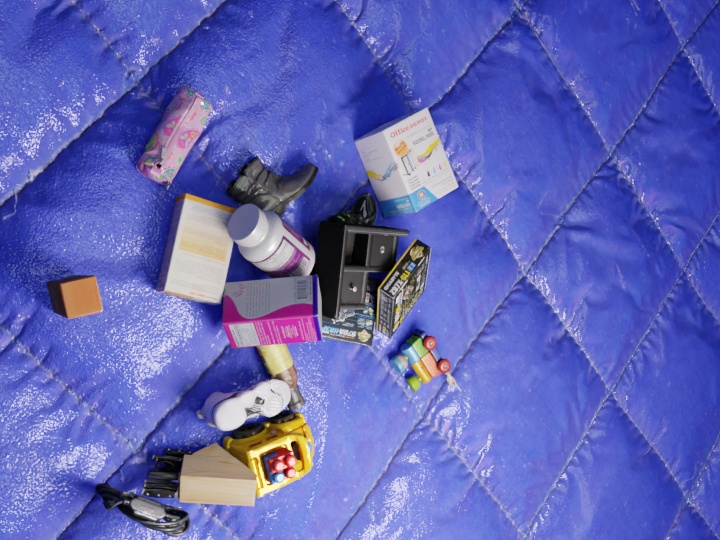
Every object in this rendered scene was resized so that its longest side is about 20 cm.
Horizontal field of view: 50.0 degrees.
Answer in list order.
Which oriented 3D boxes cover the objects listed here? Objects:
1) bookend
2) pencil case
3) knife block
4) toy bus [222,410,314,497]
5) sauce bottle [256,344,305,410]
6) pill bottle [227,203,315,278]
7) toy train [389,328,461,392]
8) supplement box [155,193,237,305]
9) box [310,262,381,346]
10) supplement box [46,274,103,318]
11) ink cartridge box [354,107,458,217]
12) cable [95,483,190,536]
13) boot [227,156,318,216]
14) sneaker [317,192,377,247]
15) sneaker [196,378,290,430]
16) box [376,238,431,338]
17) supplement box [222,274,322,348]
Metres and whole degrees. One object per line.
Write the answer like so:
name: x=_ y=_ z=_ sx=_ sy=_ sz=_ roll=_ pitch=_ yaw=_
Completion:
bookend: x=0.000 y=0.000 z=1.716 sx=0.196 sy=0.091 sz=0.205 roll=3 pitch=97 yaw=-42
pencil case: x=-0.378 y=-0.271 z=1.568 sx=0.087 sy=0.087 sz=0.203 roll=34 pitch=71 yaw=-25
knife block: x=-0.325 y=0.420 z=1.524 sx=0.174 sy=0.198 sz=0.065 roll=-20 pitch=126 yaw=-47
toy bus: x=-0.165 y=0.387 z=1.617 sx=0.197 sy=0.191 sz=0.139 roll=-16 pitch=95 yaw=-31
sauce bottle: x=-0.176 y=0.209 z=1.686 sx=0.065 sy=0.066 sz=0.204 roll=-26 pitch=100 yaw=-28
pill bottle: x=-0.189 y=-0.055 z=1.621 sx=0.200 sy=0.110 sz=0.114 roll=42 pitch=67 yaw=-50
toy train: x=0.161 y=0.255 z=1.883 sx=0.115 sy=0.084 sz=0.202 roll=-37 pitch=107 yaw=-15
supplement box: x=-0.335 y=-0.041 z=1.592 sx=0.124 sy=0.073 sz=0.205 roll=16 pitch=79 yaw=-29
box: x=-0.051 y=0.079 z=1.776 sx=0.196 sy=0.046 sz=0.163 roll=13 pitch=82 yaw=-30
supplement box: x=-0.522 y=0.046 z=1.406 sx=0.067 sy=0.199 sz=0.068 roll=-14 pitch=96 yaw=-26
ink cartridge box: x=0.107 y=-0.253 z=1.822 sx=0.146 sy=0.144 sz=0.204 roll=-30 pitch=103 yaw=-27
cable: x=-0.416 y=0.462 z=1.482 sx=0.198 sy=0.161 sz=0.052 roll=32 pitch=67 yaw=-34
boot: x=-0.189 y=-0.202 z=1.692 sx=0.132 sy=0.069 sz=0.201 roll=48 pitch=62 yaw=-15
sneaker: x=-0.029 y=-0.103 z=1.768 sx=0.200 sy=0.070 sz=0.083 roll=-50 pitch=148 yaw=-20
sneaker: x=-0.248 y=0.277 z=1.621 sx=0.197 sy=0.113 sz=0.077 roll=-16 pitch=97 yaw=-43
box: x=0.098 y=0.044 z=1.784 sx=0.049 sy=0.201 sz=0.160 roll=32 pitch=65 yaw=17
supplement box: x=-0.180 y=0.085 z=1.600 sx=0.195 sy=0.104 sz=0.103 roll=-4 pitch=54 yaw=1
